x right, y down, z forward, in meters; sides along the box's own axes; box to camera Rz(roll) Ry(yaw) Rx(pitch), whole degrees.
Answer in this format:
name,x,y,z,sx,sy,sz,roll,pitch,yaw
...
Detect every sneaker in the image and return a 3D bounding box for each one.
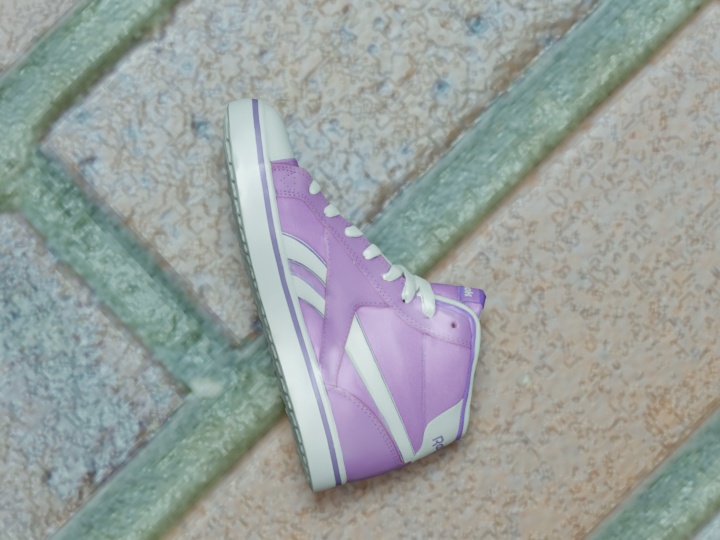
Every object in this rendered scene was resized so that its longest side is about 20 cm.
name,x,y,z,sx,sy,sz,roll,pitch,yaw
sneaker,0.000,0.000,1.298,0.114,0.073,0.202,-17,97,-3
